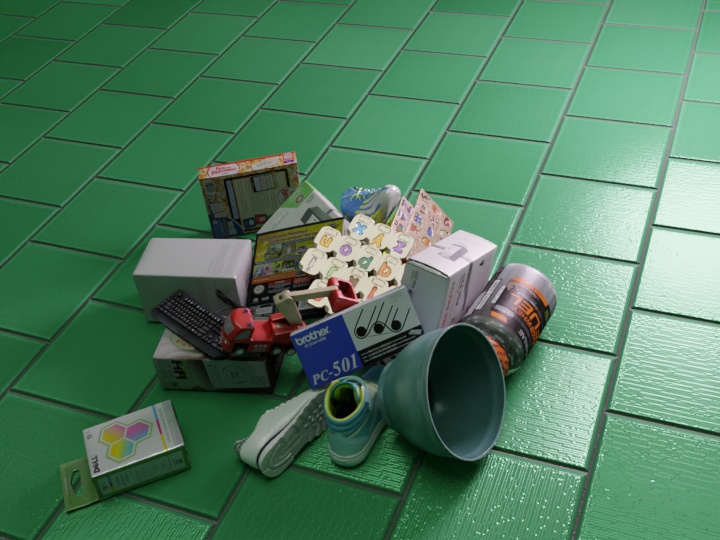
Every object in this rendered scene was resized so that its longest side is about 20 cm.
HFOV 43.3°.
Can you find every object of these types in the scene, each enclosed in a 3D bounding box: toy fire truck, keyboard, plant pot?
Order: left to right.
[{"bbox_3d":[-0.260,0.077,1.563,0.199,0.021,0.127,27,48,36],"label":"keyboard"},{"bbox_3d":[-0.116,0.074,1.465,0.198,0.142,0.049,3,44,-26],"label":"toy fire truck"},{"bbox_3d":[0.111,0.187,1.384,0.134,0.201,0.201,-10,30,41],"label":"plant pot"}]

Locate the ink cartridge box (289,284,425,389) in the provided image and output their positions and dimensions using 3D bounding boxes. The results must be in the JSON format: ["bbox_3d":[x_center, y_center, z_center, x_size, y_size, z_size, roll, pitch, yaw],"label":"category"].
[{"bbox_3d":[-0.003,0.105,1.438,0.199,0.095,0.044,-23,4,1],"label":"ink cartridge box"}]

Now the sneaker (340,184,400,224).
[{"bbox_3d":[0.009,-0.123,1.727,0.105,0.200,0.076,34,66,4],"label":"sneaker"}]

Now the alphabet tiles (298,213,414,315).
[{"bbox_3d":[0.000,0.000,1.559,0.199,0.015,0.196,25,66,13],"label":"alphabet tiles"}]

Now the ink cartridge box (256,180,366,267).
[{"bbox_3d":[-0.087,-0.056,1.728,0.146,0.084,0.200,-47,45,4],"label":"ink cartridge box"}]

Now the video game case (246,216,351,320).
[{"bbox_3d":[-0.113,0.003,1.634,0.199,0.025,0.182,-9,63,29],"label":"video game case"}]

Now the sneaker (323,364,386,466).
[{"bbox_3d":[0.005,0.192,1.419,0.079,0.131,0.201,7,41,19],"label":"sneaker"}]

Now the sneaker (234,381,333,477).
[{"bbox_3d":[-0.110,0.235,1.437,0.080,0.077,0.200,18,43,41],"label":"sneaker"}]

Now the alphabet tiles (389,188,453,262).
[{"bbox_3d":[0.125,-0.063,1.707,0.008,0.167,0.201,-30,25,36],"label":"alphabet tiles"}]

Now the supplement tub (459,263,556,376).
[{"bbox_3d":[0.238,0.090,1.514,0.122,0.123,0.200,17,46,27],"label":"supplement tub"}]

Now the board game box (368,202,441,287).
[{"bbox_3d":[0.083,-0.030,1.686,0.048,0.102,0.200,-34,18,37],"label":"board game box"}]

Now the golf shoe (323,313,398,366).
[{"bbox_3d":[0.027,0.118,1.542,0.198,0.089,0.077,0,38,6],"label":"golf shoe"}]

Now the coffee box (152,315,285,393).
[{"bbox_3d":[-0.239,0.142,1.558,0.198,0.080,0.115,2,40,11],"label":"coffee box"}]

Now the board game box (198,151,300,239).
[{"bbox_3d":[-0.219,-0.152,1.857,0.198,0.152,0.046,-10,39,-4],"label":"board game box"}]

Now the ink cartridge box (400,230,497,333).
[{"bbox_3d":[0.143,0.031,1.534,0.084,0.147,0.200,24,27,26],"label":"ink cartridge box"}]

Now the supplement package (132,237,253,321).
[{"bbox_3d":[-0.302,0.019,1.690,0.198,0.118,0.118,2,40,10],"label":"supplement package"}]

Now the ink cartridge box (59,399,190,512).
[{"bbox_3d":[-0.375,0.288,1.419,0.199,0.060,0.104,-18,40,-13],"label":"ink cartridge box"}]
